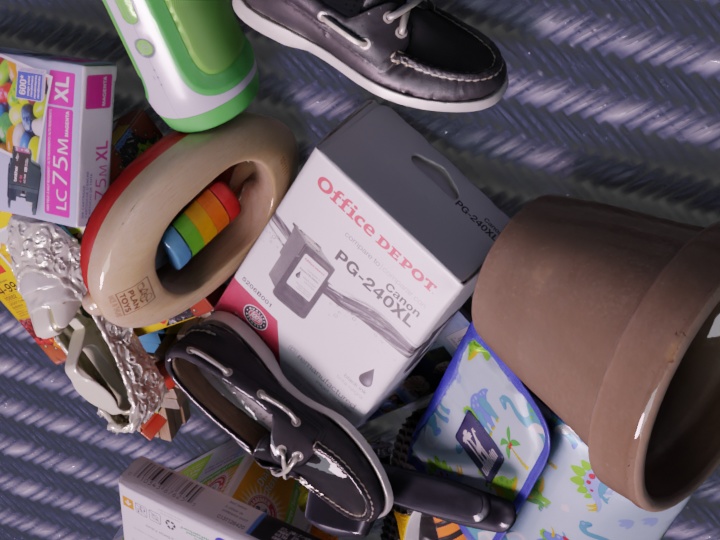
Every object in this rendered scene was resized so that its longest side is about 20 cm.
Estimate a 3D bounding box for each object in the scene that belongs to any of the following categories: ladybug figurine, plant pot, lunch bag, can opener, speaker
[{"bbox_3d":[-0.131,-0.043,1.414,0.072,0.200,0.136,34,154,33],"label":"ladybug figurine"},{"bbox_3d":[0.174,0.032,1.316,0.174,0.200,0.201,31,141,28],"label":"plant pot"},{"bbox_3d":[0.145,0.131,1.450,0.199,0.128,0.171,29,135,5],"label":"lunch bag"},{"bbox_3d":[0.040,0.169,1.463,0.199,0.079,0.063,3,174,45],"label":"can opener"},{"bbox_3d":[-0.138,-0.197,1.339,0.088,0.089,0.201,-2,128,31],"label":"speaker"}]

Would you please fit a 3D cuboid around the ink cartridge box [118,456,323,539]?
[{"bbox_3d":[-0.106,0.269,1.611,0.196,0.047,0.201,21,136,22],"label":"ink cartridge box"}]

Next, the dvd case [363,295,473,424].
[{"bbox_3d":[0.008,0.046,1.531,0.143,0.018,0.199,47,136,-15],"label":"dvd case"}]

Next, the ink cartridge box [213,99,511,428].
[{"bbox_3d":[0.000,0.000,1.415,0.145,0.083,0.200,42,135,7],"label":"ink cartridge box"}]

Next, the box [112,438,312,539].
[{"bbox_3d":[-0.123,0.230,1.710,0.101,0.113,0.199,45,135,-15],"label":"box"}]

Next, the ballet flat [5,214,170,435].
[{"bbox_3d":[-0.215,0.046,1.512,0.071,0.072,0.201,-12,122,37],"label":"ballet flat"}]

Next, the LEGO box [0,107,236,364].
[{"bbox_3d":[-0.208,-0.023,1.549,0.199,0.077,0.149,-19,118,41],"label":"LEGO box"}]

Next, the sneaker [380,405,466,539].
[{"bbox_3d":[0.072,0.191,1.605,0.089,0.070,0.202,-1,123,-17],"label":"sneaker"}]

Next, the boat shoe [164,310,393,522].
[{"bbox_3d":[-0.061,0.116,1.432,0.200,0.060,0.074,47,137,7],"label":"boat shoe"}]

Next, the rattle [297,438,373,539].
[{"bbox_3d":[-0.090,0.161,1.569,0.199,0.144,0.130,26,-173,-40],"label":"rattle"}]

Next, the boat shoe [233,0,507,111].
[{"bbox_3d":[0.007,-0.169,1.286,0.199,0.074,0.061,28,140,16],"label":"boat shoe"}]

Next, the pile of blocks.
[{"bbox_3d":[-0.171,0.079,1.635,0.082,0.062,0.201,30,137,2],"label":"pile of blocks"}]

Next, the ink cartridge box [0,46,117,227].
[{"bbox_3d":[-0.265,-0.106,1.467,0.199,0.042,0.121,13,103,40],"label":"ink cartridge box"}]
